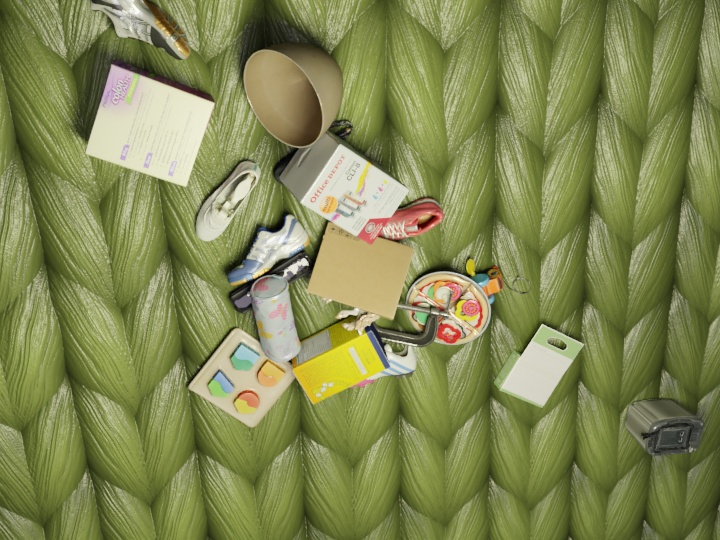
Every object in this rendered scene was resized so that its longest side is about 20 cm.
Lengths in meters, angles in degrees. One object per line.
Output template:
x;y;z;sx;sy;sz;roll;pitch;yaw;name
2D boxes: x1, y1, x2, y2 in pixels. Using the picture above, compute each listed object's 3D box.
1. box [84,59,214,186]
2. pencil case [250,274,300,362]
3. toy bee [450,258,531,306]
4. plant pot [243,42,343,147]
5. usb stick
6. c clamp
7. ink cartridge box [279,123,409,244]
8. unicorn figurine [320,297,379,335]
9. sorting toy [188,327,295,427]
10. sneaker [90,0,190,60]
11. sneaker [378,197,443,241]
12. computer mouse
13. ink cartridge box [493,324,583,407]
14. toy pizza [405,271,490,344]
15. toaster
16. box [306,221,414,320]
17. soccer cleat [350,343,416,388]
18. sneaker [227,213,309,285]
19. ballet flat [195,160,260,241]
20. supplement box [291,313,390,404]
-0.407;-0.284;1.463;0.199;0.097;0.177;17;106;-20;box
-0.183;0.107;1.654;0.091;0.083;0.201;-37;136;-31;pencil case
0.294;0.037;1.776;0.199;0.109;0.132;8;119;9;toy bee
-0.111;-0.362;1.478;0.134;0.200;0.201;-44;121;-35;plant pot
-0.197;0.026;1.671;0.199;0.033;0.056;-32;108;-1;usb stick
0.108;0.103;1.745;0.199;0.027;0.172;6;125;6;c clamp
-0.036;-0.178;1.554;0.199;0.145;0.146;29;102;-34;ink cartridge box
-0.021;0.037;1.683;0.137;0.074;0.200;-39;82;0;unicorn figurine
-0.265;0.252;1.736;0.200;0.036;0.185;36;98;-24;sorting toy
-0.413;-0.460;1.418;0.088;0.076;0.200;-41;112;20;sneaker
0.091;-0.104;1.665;0.199;0.087;0.074;-23;113;-5;sneaker
-0.097;-0.248;1.591;0.200;0.034;0.059;-38;114;1;computer mouse
0.449;0.236;1.907;0.145;0.048;0.201;24;102;-21;ink cartridge box
0.201;0.094;1.749;0.199;0.032;0.201;8;122;12;toy pizza
0.802;0.417;2.022;0.199;0.129;0.114;-2;110;-14;toaster
0.000;0.000;1.637;0.199;0.021;0.164;17;84;3;box
0.036;0.219;1.790;0.199;0.070;0.087;-10;104;-17;soccer cleat
-0.211;-0.047;1.626;0.199;0.075;0.088;-34;103;-8;sneaker
-0.277;-0.140;1.568;0.069;0.069;0.200;35;99;-23;ballet flat
-0.048;0.196;1.721;0.199;0.109;0.110;-26;115;4;supplement box
